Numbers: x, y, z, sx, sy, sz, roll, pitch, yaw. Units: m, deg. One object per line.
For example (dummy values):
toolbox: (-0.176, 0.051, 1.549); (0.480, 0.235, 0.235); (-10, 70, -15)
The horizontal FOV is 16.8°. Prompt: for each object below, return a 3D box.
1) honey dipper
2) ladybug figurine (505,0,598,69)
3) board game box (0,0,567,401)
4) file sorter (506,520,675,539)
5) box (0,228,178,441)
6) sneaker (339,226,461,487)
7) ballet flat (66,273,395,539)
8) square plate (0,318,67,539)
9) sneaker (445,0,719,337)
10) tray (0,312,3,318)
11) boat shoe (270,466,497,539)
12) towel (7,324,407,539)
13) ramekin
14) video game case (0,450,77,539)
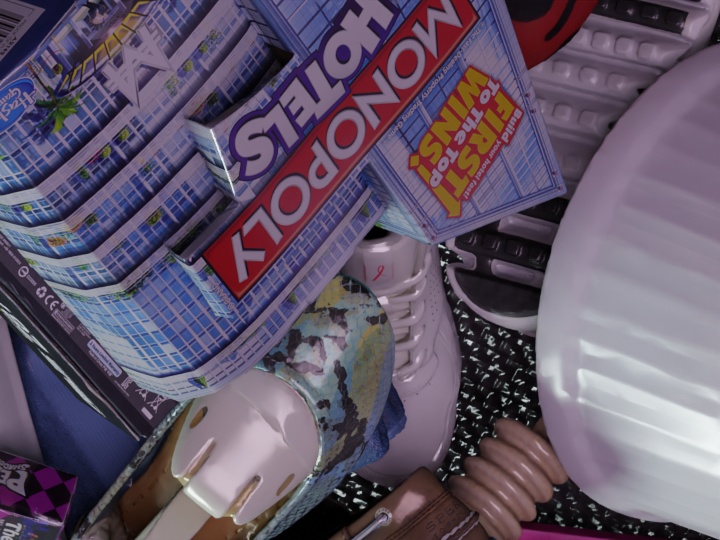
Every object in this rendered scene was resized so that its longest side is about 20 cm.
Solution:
honey dipper: (0.104, 0.031, 0.998); (0.038, 0.038, 0.200); (44, 75, -14)
ladybug figurine: (0.066, -0.152, 0.915); (0.072, 0.136, 0.201); (19, 82, 23)
board game box: (-0.021, -0.057, 0.811); (0.200, 0.062, 0.200); (-52, 131, -16)
file sorter: (0.118, 0.223, 0.997); (0.138, 0.125, 0.201); (11, 98, -35)
box: (-0.085, -0.063, 0.828); (0.161, 0.049, 0.200); (-49, 131, -12)
sneaker: (0.000, 0.000, 0.974); (0.078, 0.099, 0.201); (-12, 105, -3)
ballet flat: (-0.056, 0.084, 0.906); (0.074, 0.074, 0.200); (29, 124, -12)
square plate: (-0.225, 0.068, 0.954); (0.197, 0.028, 0.201); (-3, 124, 10)
sneaker: (0.098, -0.065, 0.989); (0.075, 0.081, 0.201); (22, 84, 26)
tray: (-0.225, -0.015, 0.890); (0.200, 0.022, 0.107); (43, 89, 16)
boat shoe: (-0.025, 0.126, 0.991); (0.199, 0.072, 0.073); (-24, 96, 35)
towel: (-0.086, 0.052, 0.970); (0.199, 0.049, 0.112); (-20, 109, 29)
ramekin: (0.171, 0.018, 0.949); (0.200, 0.098, 0.201); (-18, 119, -37)
video game case: (-0.223, 0.132, 0.958); (0.180, 0.036, 0.201); (19, 125, -6)
